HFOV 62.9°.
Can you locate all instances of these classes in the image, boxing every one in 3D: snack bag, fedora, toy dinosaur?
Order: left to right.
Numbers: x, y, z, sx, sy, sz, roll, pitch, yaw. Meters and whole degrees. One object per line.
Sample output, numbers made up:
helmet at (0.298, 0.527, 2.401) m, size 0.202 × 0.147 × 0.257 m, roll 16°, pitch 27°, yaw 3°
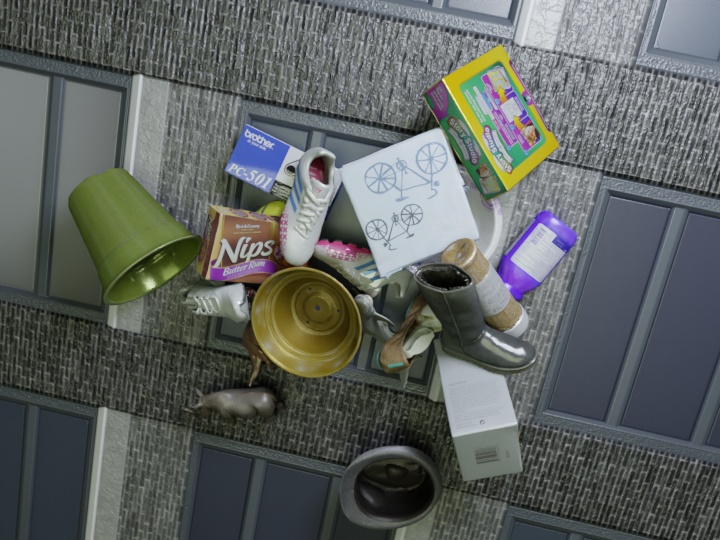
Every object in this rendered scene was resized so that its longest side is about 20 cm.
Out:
toy dinosaur at (-0.193, 0.116, 1.121) m, size 0.135 × 0.086 × 0.201 m, roll 29°, pitch 116°, yaw 7°
fedora at (0.057, 0.407, 1.151) m, size 0.198 × 0.090 × 0.179 m, roll -9°, pitch 103°, yaw 1°
snack bag at (0.085, -0.110, 0.965) m, size 0.187 × 0.021 × 0.202 m, roll -21°, pitch 96°, yaw 6°

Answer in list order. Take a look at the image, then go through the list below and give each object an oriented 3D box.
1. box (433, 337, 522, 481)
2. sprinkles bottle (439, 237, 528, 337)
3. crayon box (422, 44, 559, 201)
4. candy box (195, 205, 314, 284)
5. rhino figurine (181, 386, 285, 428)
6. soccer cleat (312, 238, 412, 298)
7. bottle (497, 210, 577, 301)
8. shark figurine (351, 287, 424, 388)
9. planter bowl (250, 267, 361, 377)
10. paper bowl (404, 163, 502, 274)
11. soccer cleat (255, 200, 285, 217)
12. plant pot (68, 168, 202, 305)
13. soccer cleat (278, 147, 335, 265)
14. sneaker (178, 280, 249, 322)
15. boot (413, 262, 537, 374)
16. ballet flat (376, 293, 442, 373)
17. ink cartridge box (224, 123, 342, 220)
box at (0.202, 0.230, 1.021) m, size 0.105 × 0.201 × 0.153 m, roll -12°, pitch 133°, yaw 8°
sprinkles bottle at (0.206, 0.034, 0.971) m, size 0.068 × 0.068 × 0.200 m, roll -35°, pitch 124°, yaw 11°
crayon box at (0.217, -0.243, 0.964) m, size 0.172 × 0.058 × 0.201 m, roll -38°, pitch 99°, yaw -32°
candy box at (-0.177, -0.039, 1.039) m, size 0.199 × 0.056 × 0.118 m, roll 7°, pitch 107°, yaw -38°
rhino figurine at (-0.251, 0.263, 1.148) m, size 0.198 × 0.060 × 0.088 m, roll -2°, pitch 138°, yaw 3°
soccer cleat at (0.000, 0.000, 1.060) m, size 0.198 × 0.070 × 0.087 m, roll 13°, pitch 86°, yaw -12°
bottle at (0.294, -0.008, 1.054) m, size 0.083 × 0.065 × 0.201 m, roll 36°, pitch 103°, yaw -2°
shark figurine at (0.018, 0.119, 1.096) m, size 0.089 × 0.128 × 0.215 m, roll -44°, pitch 123°, yaw -9°
planter bowl at (-0.085, 0.079, 1.035) m, size 0.198 × 0.084 × 0.202 m, roll 4°, pitch 108°, yaw 12°
paper bowl at (0.140, -0.086, 1.028) m, size 0.198 × 0.104 × 0.203 m, roll 1°, pitch 99°, yaw 3°
soccer cleat at (-0.212, -0.055, 1.078) m, size 0.199 × 0.084 × 0.065 m, roll -35°, pitch 96°, yaw 6°
plant pot at (-0.420, -0.073, 1.059) m, size 0.200 × 0.200 × 0.191 m, roll -39°, pitch 83°, yaw 12°
soccer cleat at (-0.088, -0.108, 0.981) m, size 0.069 × 0.086 × 0.202 m, roll 11°, pitch 89°, yaw -26°
sneaker at (-0.260, 0.059, 1.053) m, size 0.087 × 0.199 × 0.075 m, roll -14°, pitch 102°, yaw -34°
boot at (0.185, 0.074, 0.927) m, size 0.180 × 0.073 × 0.201 m, roll 7°, pitch 137°, yaw 24°
ballet flat at (0.103, 0.105, 1.030) m, size 0.072 × 0.200 × 0.068 m, roll -9°, pitch 115°, yaw 41°
ink cartridge box at (-0.133, -0.174, 1.061) m, size 0.199 × 0.044 × 0.095 m, roll 26°, pitch 92°, yaw 0°
